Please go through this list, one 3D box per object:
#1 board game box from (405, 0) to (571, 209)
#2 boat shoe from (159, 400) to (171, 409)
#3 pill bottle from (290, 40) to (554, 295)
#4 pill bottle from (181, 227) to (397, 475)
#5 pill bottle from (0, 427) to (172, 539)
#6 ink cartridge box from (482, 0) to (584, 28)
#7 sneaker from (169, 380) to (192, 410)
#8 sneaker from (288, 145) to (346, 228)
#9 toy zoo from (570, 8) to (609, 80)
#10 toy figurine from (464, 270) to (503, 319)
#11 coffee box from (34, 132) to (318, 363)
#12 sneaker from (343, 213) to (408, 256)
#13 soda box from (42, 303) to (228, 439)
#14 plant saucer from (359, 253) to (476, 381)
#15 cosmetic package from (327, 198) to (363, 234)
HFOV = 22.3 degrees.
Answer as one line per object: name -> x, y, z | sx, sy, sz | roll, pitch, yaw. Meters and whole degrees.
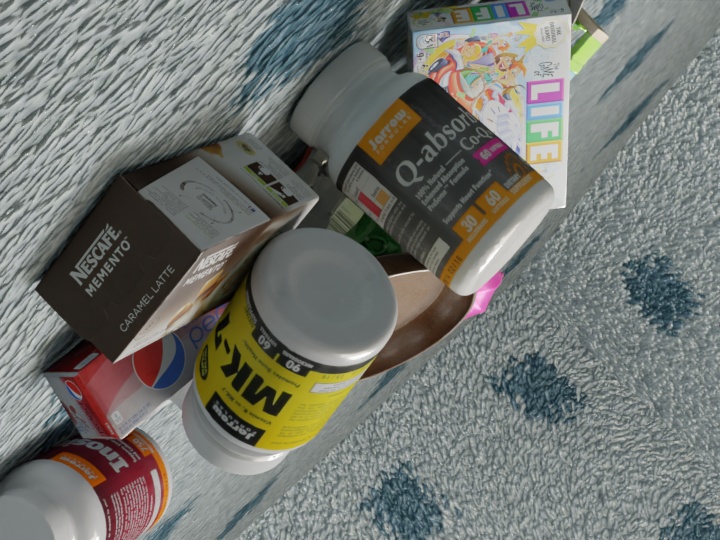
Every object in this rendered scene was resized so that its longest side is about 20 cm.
board game box -> 0.109, -0.135, 1.559 | 0.134, 0.034, 0.201 | -8, 129, -4
boat shoe -> -0.146, 0.069, 1.697 | 0.200, 0.069, 0.057 | -35, 166, -46
pill bottle -> 0.047, -0.084, 1.458 | 0.116, 0.200, 0.116 | -47, 171, -10
pill bottle -> -0.060, 0.067, 1.389 | 0.114, 0.114, 0.200 | -39, 169, -41
pill bottle -> -0.260, 0.214, 1.648 | 0.113, 0.113, 0.200 | -50, 172, 22
ink cartridge box -> 0.135, -0.203, 1.612 | 0.117, 0.067, 0.200 | -81, -167, -56
sneaker -> -0.111, 0.046, 1.602 | 0.200, 0.116, 0.074 | -44, 170, -29
sneaker -> -0.035, -0.086, 1.589 | 0.200, 0.077, 0.082 | -42, -162, -25
toy zoo -> 0.143, -0.188, 1.788 | 0.020, 0.131, 0.200 | 29, 110, -38
toy figurine -> 0.060, -0.033, 1.709 | 0.150, 0.184, 0.200 | -31, 169, 8
coffee box -> -0.126, -0.021, 1.308 | 0.114, 0.080, 0.200 | -50, 172, 23
sneaker -> 0.000, 0.000, 1.586 | 0.200, 0.074, 0.084 | -52, 164, 26
soda box -> -0.156, 0.052, 1.482 | 0.200, 0.070, 0.063 | -41, -159, -32
plant saucer -> 0.000, 0.040, 1.544 | 0.200, 0.035, 0.200 | -19, 155, -9
cosmetic package -> -0.012, -0.028, 1.894 | 0.104, 0.073, 0.200 | -46, 172, 1
